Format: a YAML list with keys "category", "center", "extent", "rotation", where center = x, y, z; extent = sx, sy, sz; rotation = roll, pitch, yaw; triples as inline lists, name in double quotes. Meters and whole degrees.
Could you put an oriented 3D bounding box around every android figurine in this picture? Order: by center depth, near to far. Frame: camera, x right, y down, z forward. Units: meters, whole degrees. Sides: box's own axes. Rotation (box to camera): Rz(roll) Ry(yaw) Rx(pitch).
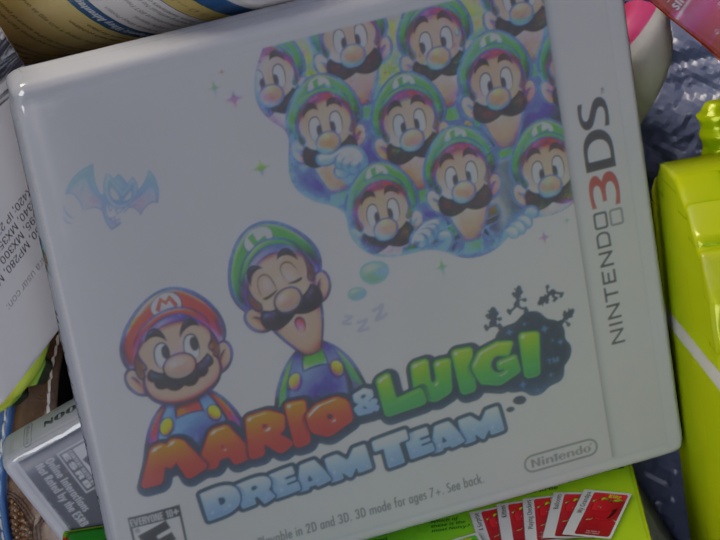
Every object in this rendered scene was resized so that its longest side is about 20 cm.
- category: "android figurine"
  center: [0.128, 0.046, 0.914]
  extent: [0.041, 0.182, 0.202]
  rotation: [-7, 99, -1]

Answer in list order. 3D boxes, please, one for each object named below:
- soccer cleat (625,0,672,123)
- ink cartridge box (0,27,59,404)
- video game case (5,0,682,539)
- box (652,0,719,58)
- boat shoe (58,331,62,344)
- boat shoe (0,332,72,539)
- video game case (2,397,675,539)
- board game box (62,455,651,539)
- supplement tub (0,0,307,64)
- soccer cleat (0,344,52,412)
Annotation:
- category: "soccer cleat"
  center: [0.055, -0.009, 0.990]
  extent: [0.086, 0.070, 0.200]
  rotation: [42, 116, -6]
- category: "ink cartridge box"
  center: [-0.186, -0.058, 0.891]
  extent: [0.144, 0.085, 0.201]
  rotation: [9, 143, 37]
- category: "video game case"
  center: [0.000, 0.000, 0.906]
  extent: [0.199, 0.024, 0.183]
  rotation: [-15, 113, -11]
- category: "box"
  center: [0.189, -0.144, 0.886]
  extent: [0.095, 0.100, 0.200]
  rotation: [39, 110, 7]
- category: "boat shoe"
  center: [-0.062, 0.038, 1.018]
  extent: [0.071, 0.068, 0.201]
  rotation: [-16, 113, 1]
- category: "boat shoe"
  center: [-0.110, 0.110, 1.067]
  extent: [0.072, 0.072, 0.202]
  rotation: [2, 101, 1]
- category: "video game case"
  center: [0.003, 0.093, 0.989]
  extent: [0.181, 0.023, 0.201]
  rotation: [-29, 116, 11]
- category: "board game box"
  center: [0.001, 0.119, 0.933]
  extent: [0.198, 0.102, 0.048]
  rotation: [-8, 119, 1]
- category: "supplement tub"
  center: [-0.103, -0.144, 0.934]
  extent: [0.199, 0.144, 0.146]
  rotation: [-9, 99, 33]
- category: "soccer cleat"
  center: [-0.183, 0.018, 1.014]
  extent: [0.199, 0.083, 0.065]
  rotation: [3, 87, 50]
